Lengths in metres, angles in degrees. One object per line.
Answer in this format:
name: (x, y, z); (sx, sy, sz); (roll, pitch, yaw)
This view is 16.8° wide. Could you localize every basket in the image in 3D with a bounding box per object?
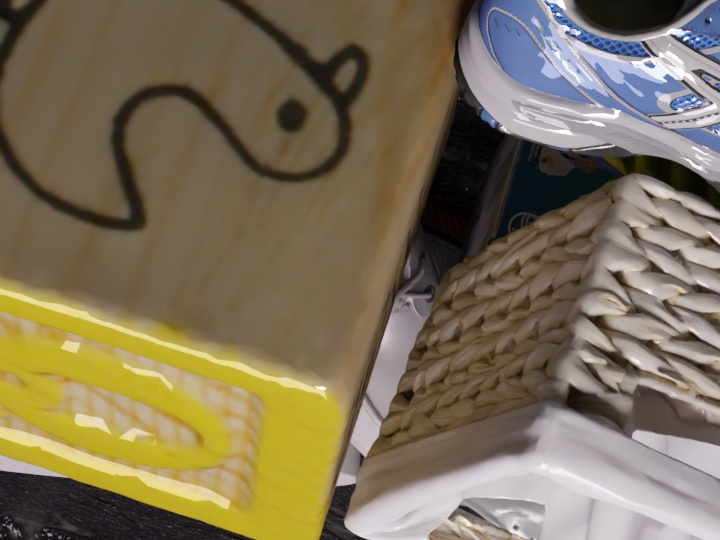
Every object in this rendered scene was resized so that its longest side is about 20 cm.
basket: (0.098, 0.055, 0.949); (0.135, 0.124, 0.200); (23, 161, -15)

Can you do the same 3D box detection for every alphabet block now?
alphabet block: (-0.072, -0.032, 0.956); (0.194, 0.201, 0.197); (16, 157, 4)

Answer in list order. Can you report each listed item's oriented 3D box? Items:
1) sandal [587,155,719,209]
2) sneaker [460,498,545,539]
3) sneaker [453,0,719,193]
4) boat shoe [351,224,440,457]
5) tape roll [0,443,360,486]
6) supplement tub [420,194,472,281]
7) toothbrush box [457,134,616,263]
sandal: (0.176, -0.038, 0.941); (0.199, 0.080, 0.087); (18, 169, 6)
sneaker: (0.104, 0.101, 1.148); (0.199, 0.093, 0.076); (7, 166, 9)
sneaker: (0.135, -0.073, 0.858); (0.199, 0.076, 0.077); (8, 145, -5)
boat shoe: (0.000, 0.000, 1.101); (0.070, 0.201, 0.069); (-22, 169, -22)
tape roll: (-0.098, 0.079, 1.172); (0.201, 0.037, 0.203); (3, 171, 1)
supplement tub: (0.020, 0.022, 1.239); (0.199, 0.123, 0.122); (27, 163, -28)
toothbrush box: (0.150, 0.000, 1.083); (0.199, 0.086, 0.146); (18, 166, -3)
